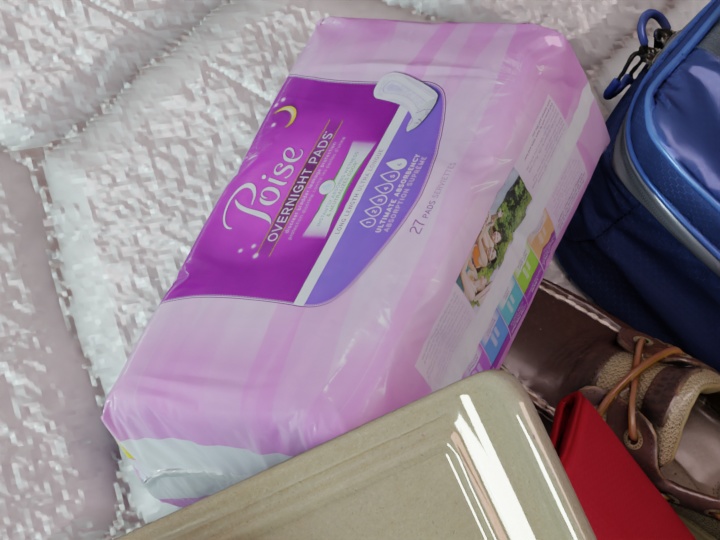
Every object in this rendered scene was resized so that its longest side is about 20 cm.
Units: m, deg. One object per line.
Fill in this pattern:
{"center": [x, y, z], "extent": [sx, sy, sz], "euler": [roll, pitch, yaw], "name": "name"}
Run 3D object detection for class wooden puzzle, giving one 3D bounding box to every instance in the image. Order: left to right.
{"center": [0.004, 0.151, 0.728], "extent": [0.185, 0.200, 0.037], "euler": [65, 19, 2], "name": "wooden puzzle"}

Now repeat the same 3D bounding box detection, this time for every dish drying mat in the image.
{"center": [0.129, 0.138, 0.817], "extent": [0.200, 0.018, 0.077], "euler": [52, 23, -12], "name": "dish drying mat"}

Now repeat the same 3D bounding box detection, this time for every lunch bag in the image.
{"center": [0.180, -0.029, 0.889], "extent": [0.200, 0.132, 0.136], "euler": [41, 61, 1], "name": "lunch bag"}

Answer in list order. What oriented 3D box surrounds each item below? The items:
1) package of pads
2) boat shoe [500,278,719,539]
{"center": [0.000, 0.000, 0.822], "extent": [0.120, 0.076, 0.200], "euler": [6, 55, 33], "name": "package of pads"}
{"center": [0.114, 0.054, 0.864], "extent": [0.200, 0.072, 0.072], "euler": [38, 61, 0], "name": "boat shoe"}
